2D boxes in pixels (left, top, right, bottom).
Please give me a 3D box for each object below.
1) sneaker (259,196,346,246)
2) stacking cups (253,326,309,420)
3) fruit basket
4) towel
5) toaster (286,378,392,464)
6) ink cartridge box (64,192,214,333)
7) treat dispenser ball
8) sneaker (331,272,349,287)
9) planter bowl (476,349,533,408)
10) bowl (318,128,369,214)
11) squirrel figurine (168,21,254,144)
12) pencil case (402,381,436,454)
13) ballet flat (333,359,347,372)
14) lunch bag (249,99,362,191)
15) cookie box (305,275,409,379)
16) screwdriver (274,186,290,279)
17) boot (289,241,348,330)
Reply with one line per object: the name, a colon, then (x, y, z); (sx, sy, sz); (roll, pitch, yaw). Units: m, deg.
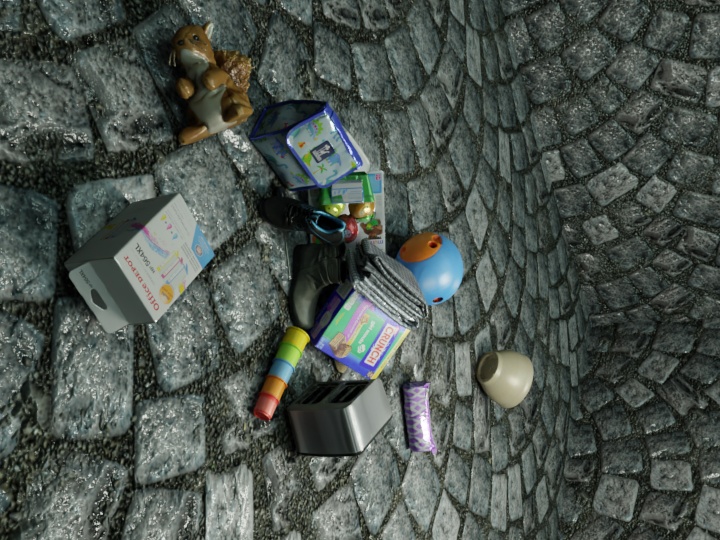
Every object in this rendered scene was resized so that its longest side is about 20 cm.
sneaker: (-0.119, -0.117, 1.435); (0.082, 0.195, 0.075); (130, -24, -73)
stacking cups: (-0.172, 0.218, 1.420); (0.061, 0.059, 0.203); (54, 48, -39)
fruit basket: (-0.031, -0.126, 1.566); (0.094, 0.179, 0.206); (-127, -146, -79)
towel: (0.062, 0.023, 1.517); (0.199, 0.086, 0.166); (40, 14, -20)
toaster: (-0.051, 0.325, 1.480); (0.199, 0.177, 0.122); (-33, 110, -56)
ink cartridge box: (-0.355, -0.009, 1.075); (0.131, 0.122, 0.202); (64, 37, -29)
treat dispenser ball: (0.193, -0.005, 1.904); (0.199, 0.196, 0.207); (13, 74, -57)
sneaker: (0.000, 0.000, 1.620); (0.197, 0.066, 0.093); (0, 106, -49)
planter bowl: (0.496, 0.366, 2.386); (0.133, 0.199, 0.205); (28, 58, -22)
bowl: (-0.047, -0.250, 1.668); (0.200, 0.073, 0.204); (48, 48, -43)
squirrel figurine: (-0.284, -0.363, 1.269); (0.191, 0.139, 0.200); (66, 21, -10)
pencil case: (0.171, 0.414, 1.917); (0.083, 0.084, 0.206); (-12, 97, -56)
ballet flat: (-0.032, 0.145, 1.640); (0.070, 0.064, 0.207); (3, 83, -59)
lunch bag: (-0.110, -0.271, 1.446); (0.171, 0.195, 0.130); (52, 44, -41)
cookie box: (-0.001, 0.136, 1.563); (0.198, 0.075, 0.173); (34, 94, -33)
screwdriver: (-0.171, -0.083, 1.488); (0.028, 0.028, 0.207); (-8, 96, -58)
boot: (-0.090, 0.029, 1.500); (0.067, 0.128, 0.206); (12, 75, -56)
